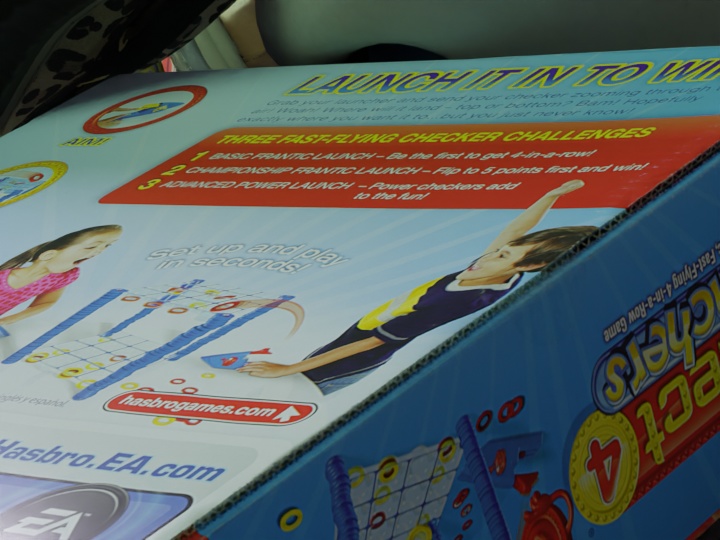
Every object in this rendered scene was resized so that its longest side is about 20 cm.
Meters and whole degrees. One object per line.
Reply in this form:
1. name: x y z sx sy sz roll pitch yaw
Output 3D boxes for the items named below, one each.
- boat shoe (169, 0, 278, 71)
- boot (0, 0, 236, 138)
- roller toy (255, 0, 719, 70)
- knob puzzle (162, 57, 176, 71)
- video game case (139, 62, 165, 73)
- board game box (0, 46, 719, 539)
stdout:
1. boat shoe: -0.039 -0.130 0.814 0.072 0.200 0.076 -30 -29 16
2. boot: -0.054 -0.095 0.588 0.200 0.073 0.151 -51 -2 27
3. roller toy: 0.068 -0.097 0.551 0.200 0.140 0.183 -49 11 36
4. knob puzzle: -0.073 -0.111 0.923 0.220 0.030 0.220 -41 41 48
5. video game case: -0.102 -0.033 0.855 0.025 0.181 0.200 -20 4 -23
6. board game box: -0.037 0.024 0.436 0.200 0.056 0.196 2 26 44
